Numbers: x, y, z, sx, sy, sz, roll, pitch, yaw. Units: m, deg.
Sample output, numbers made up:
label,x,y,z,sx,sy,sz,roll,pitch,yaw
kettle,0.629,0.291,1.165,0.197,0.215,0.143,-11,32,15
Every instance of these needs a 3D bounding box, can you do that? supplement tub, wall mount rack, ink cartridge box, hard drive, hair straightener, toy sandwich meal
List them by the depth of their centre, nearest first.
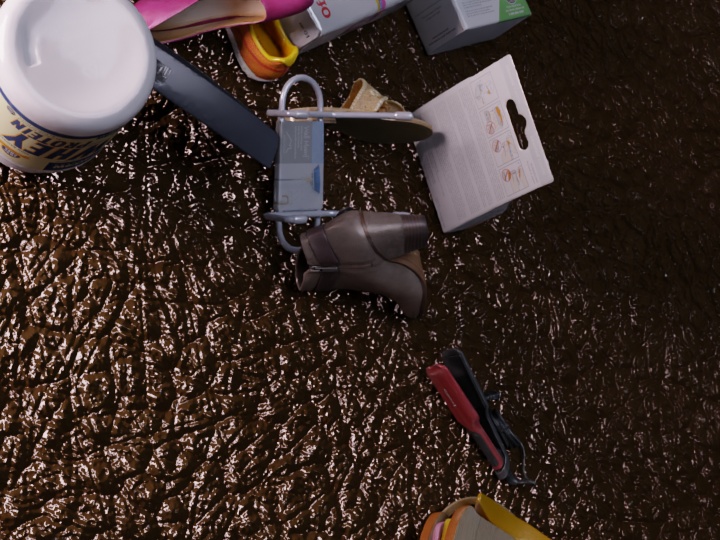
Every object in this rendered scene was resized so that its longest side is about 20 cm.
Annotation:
label,x,y,z,sx,sy,sz,roll,pitch,yaw
supplement tub,-0.282,-0.172,1.147,0.145,0.200,0.145,5,78,-25
hard drive,-0.178,-0.189,1.298,0.200,0.135,0.042,34,95,-31
wall mount rack,-0.027,-0.117,1.389,0.174,0.075,0.200,-5,100,-42
toy sandwich meal,0.147,0.341,1.397,0.205,0.070,0.206,15,64,-34
ink cartridge box,-0.033,-0.358,1.474,0.200,0.085,0.145,-32,96,-38
hair straightener,0.158,0.174,1.490,0.200,0.041,0.077,54,49,-9
ink cartridge box,0.152,-0.152,1.504,0.050,0.200,0.162,-12,82,-41
ink cartridge box,0.120,-0.404,1.652,0.146,0.084,0.200,-21,87,-42

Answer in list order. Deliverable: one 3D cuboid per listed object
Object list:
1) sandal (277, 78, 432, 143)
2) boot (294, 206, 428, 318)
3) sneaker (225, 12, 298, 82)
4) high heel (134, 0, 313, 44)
label,x,y,z,sx,sy,sz,roll,pitch,yaw
sandal,-0.004,-0.197,1.479,0.211,0.078,0.070,-2,76,-33
boot,0.000,0.000,1.396,0.146,0.200,0.070,-11,52,-8
sneaker,-0.139,-0.311,1.415,0.200,0.077,0.073,51,51,-10
high heel,-0.153,-0.273,1.331,0.200,0.067,0.096,6,54,9
